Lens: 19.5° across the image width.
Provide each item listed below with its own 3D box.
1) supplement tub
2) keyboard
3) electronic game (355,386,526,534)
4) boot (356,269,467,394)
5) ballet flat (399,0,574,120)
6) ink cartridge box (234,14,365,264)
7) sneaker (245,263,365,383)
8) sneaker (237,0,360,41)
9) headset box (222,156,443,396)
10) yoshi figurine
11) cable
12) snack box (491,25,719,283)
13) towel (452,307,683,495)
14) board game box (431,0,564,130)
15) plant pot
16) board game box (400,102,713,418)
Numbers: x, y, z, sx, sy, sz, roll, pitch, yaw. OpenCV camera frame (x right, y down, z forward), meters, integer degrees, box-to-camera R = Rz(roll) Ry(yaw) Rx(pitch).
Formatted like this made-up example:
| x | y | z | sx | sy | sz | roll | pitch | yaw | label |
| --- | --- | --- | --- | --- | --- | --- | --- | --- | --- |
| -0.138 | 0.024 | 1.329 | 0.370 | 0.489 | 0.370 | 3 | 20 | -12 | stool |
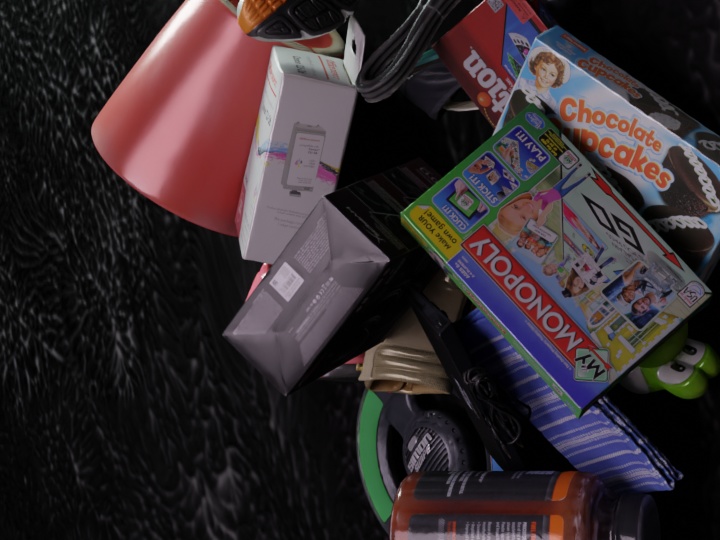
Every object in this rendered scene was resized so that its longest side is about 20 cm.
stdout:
| x | y | z | sx | sy | sz | roll | pitch | yaw | label |
| --- | --- | --- | --- | --- | --- | --- | --- | --- | --- |
| 0.129 | 0.209 | 1.631 | 0.199 | 0.107 | 0.108 | -2 | 95 | 21 | supplement tub |
| 0.101 | 0.095 | 1.657 | 0.104 | 0.040 | 0.200 | 51 | 173 | 51 | keyboard |
| 0.067 | 0.160 | 1.817 | 0.199 | 0.041 | 0.202 | 10 | 103 | 46 | electronic game |
| 0.016 | 0.025 | 1.805 | 0.199 | 0.073 | 0.157 | 8 | 85 | 40 | boot |
| 0.114 | -0.173 | 1.704 | 0.199 | 0.073 | 0.074 | -25 | 77 | 42 | ballet flat |
| -0.051 | -0.114 | 1.742 | 0.117 | 0.067 | 0.201 | -113 | 35 | -72 | ink cartridge box |
| -0.051 | 0.044 | 1.893 | 0.200 | 0.073 | 0.087 | 25 | 105 | 54 | sneaker |
| -0.034 | -0.239 | 1.769 | 0.092 | 0.200 | 0.076 | -22 | 100 | 56 | sneaker |
| 0.000 | 0.000 | 1.654 | 0.077 | 0.200 | 0.149 | 44 | 116 | 12 | headset box |
| 0.185 | 0.035 | 1.626 | 0.199 | 0.112 | 0.113 | 20 | 101 | 36 | yoshi figurine |
| 0.071 | -0.212 | 1.678 | 0.097 | 0.050 | 0.201 | 6 | 64 | 44 | cable |
| 0.198 | -0.083 | 1.592 | 0.200 | 0.037 | 0.117 | 37 | 131 | 18 | snack box |
| 0.151 | 0.105 | 1.631 | 0.200 | 0.024 | 0.145 | 46 | 161 | -3 | towel |
| 0.150 | -0.125 | 1.647 | 0.200 | 0.019 | 0.103 | 52 | 135 | -1 | board game box |
| -0.113 | -0.155 | 1.870 | 0.200 | 0.200 | 0.178 | 44 | 114 | 34 | plant pot |
| 0.144 | -0.009 | 1.553 | 0.200 | 0.134 | 0.029 | 47 | 169 | 14 | board game box |
